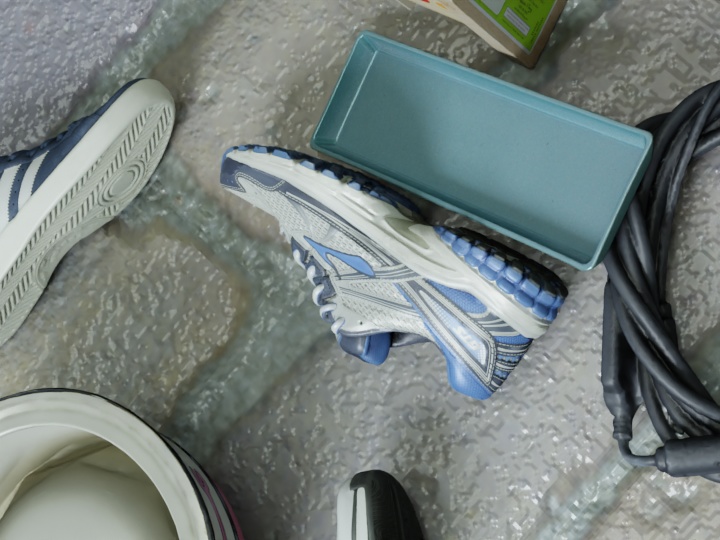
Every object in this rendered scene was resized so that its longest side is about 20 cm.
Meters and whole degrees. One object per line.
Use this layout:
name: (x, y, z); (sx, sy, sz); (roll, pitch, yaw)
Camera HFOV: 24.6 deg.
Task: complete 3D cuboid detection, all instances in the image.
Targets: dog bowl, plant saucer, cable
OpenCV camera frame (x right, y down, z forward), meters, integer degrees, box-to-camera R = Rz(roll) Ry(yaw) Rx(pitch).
dog bowl: (-0.142, 0.162, 0.831); (0.200, 0.074, 0.201); (-5, 78, 24)
plant saucer: (0.057, -0.062, 0.822); (0.200, 0.019, 0.070); (27, 93, 41)
cable: (0.191, 0.000, 0.761); (0.163, 0.051, 0.200); (1, 81, 26)

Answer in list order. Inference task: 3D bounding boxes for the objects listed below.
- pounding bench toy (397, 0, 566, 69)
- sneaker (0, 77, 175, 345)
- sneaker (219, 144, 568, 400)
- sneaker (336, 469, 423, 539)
pounding bench toy: (0.014, -0.205, 0.791); (0.156, 0.200, 0.124); (27, 93, 25)
sneaker: (-0.190, -0.046, 0.926); (0.200, 0.075, 0.085); (-46, 71, 11)
sneaker: (0.000, 0.000, 0.835); (0.200, 0.077, 0.085); (29, 98, 26)
sneaker: (-0.029, 0.199, 0.813); (0.115, 0.076, 0.201); (-3, 83, 22)
